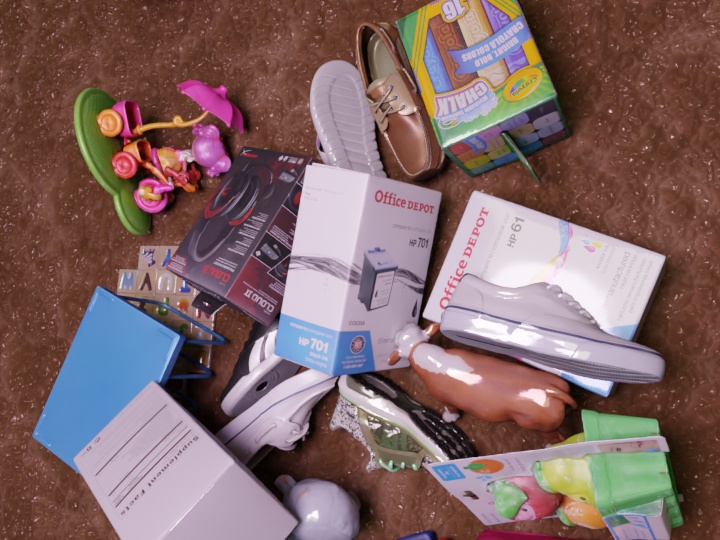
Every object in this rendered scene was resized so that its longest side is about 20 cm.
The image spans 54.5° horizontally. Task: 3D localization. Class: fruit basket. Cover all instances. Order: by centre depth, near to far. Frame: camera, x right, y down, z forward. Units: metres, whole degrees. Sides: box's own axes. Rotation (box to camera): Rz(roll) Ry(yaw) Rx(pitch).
[{"bbox_3d":[0.184,0.203,0.637,0.200,0.185,0.094,-18,49,17],"label":"fruit basket"}]

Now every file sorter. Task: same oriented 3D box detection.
[{"bbox_3d":[-0.276,0.143,0.863,0.139,0.123,0.200,26,93,24],"label":"file sorter"}]

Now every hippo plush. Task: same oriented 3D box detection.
[{"bbox_3d":[-0.041,0.312,0.752,0.159,0.200,0.161,24,66,-2],"label":"hippo plush"}]

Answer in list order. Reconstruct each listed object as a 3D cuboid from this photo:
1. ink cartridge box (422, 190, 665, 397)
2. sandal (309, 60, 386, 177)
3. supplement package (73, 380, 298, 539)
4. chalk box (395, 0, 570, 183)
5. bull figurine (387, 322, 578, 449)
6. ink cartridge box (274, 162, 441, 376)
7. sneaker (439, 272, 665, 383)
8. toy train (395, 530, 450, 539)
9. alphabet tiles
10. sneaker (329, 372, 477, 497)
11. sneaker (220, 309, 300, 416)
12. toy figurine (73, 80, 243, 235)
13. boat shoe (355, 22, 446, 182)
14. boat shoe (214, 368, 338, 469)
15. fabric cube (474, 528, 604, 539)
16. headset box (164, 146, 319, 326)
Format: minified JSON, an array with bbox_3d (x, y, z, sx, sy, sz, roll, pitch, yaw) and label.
[{"bbox_3d":[0.184,0.022,0.712,0.200,0.085,0.145,23,92,25],"label":"ink cartridge box"},{"bbox_3d":[-0.020,-0.154,0.841,0.050,0.082,0.203,-32,66,62],"label":"sandal"},{"bbox_3d":[-0.182,0.224,0.714,0.120,0.121,0.200,-46,37,-17],"label":"supplement package"},{"bbox_3d":[0.139,-0.183,0.739,0.124,0.125,0.201,-21,73,19],"label":"chalk box"},{"bbox_3d":[0.119,0.117,0.699,0.200,0.121,0.065,18,64,34],"label":"bull figurine"},{"bbox_3d":[0.000,0.000,0.740,0.086,0.146,0.201,16,98,36],"label":"ink cartridge box"},{"bbox_3d":[0.173,0.047,0.630,0.199,0.073,0.071,15,75,17],"label":"sneaker"},{"bbox_3d":[0.067,0.374,0.694,0.084,0.116,0.200,-23,74,19],"label":"toy train"},{"bbox_3d":[-0.266,0.066,0.940,0.166,0.006,0.201,2,83,23],"label":"alphabet tiles"},{"bbox_3d":[0.044,0.190,0.763,0.200,0.077,0.089,34,106,30],"label":"sneaker"},{"bbox_3d":[-0.114,0.071,0.846,0.200,0.073,0.112,-47,63,3],"label":"sneaker"},{"bbox_3d":[-0.238,-0.163,0.908,0.184,0.150,0.201,-14,99,11],"label":"toy figurine"},{"bbox_3d":[0.036,-0.197,0.804,0.076,0.074,0.200,-30,68,37],"label":"boat shoe"},{"bbox_3d":[-0.088,0.175,0.811,0.200,0.073,0.065,-40,73,32],"label":"boat shoe"},{"bbox_3d":[0.181,0.350,0.604,0.199,0.199,0.197,-5,80,23],"label":"fabric cube"},{"bbox_3d":[-0.126,-0.036,0.806,0.148,0.075,0.200,19,75,48],"label":"headset box"}]
